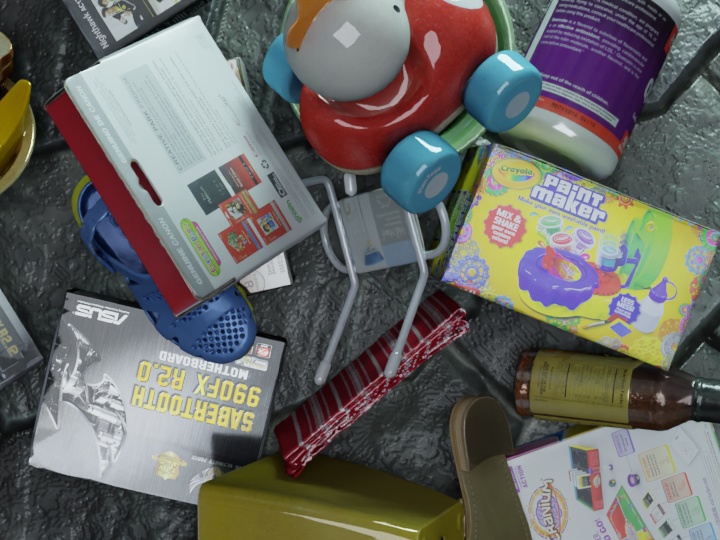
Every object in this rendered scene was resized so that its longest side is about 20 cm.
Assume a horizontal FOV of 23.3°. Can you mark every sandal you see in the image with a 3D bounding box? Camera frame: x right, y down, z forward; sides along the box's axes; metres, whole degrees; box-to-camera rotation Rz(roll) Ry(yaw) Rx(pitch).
[{"bbox_3d":[0.098,0.213,1.525,0.077,0.069,0.213,-10,95,-37],"label":"sandal"},{"bbox_3d":[-0.166,0.001,1.433,0.200,0.087,0.080,43,92,-3],"label":"sandal"}]

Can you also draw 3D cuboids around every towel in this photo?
[{"bbox_3d":[0.006,0.093,1.491,0.200,0.145,0.023,-40,99,-1],"label":"towel"}]

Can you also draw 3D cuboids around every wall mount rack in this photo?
[{"bbox_3d":[0.000,0.000,1.457,0.074,0.200,0.175,-15,92,-30],"label":"wall mount rack"}]

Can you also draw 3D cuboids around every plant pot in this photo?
[{"bbox_3d":[-0.014,0.263,1.447,0.175,0.200,0.201,0,93,19],"label":"plant pot"}]

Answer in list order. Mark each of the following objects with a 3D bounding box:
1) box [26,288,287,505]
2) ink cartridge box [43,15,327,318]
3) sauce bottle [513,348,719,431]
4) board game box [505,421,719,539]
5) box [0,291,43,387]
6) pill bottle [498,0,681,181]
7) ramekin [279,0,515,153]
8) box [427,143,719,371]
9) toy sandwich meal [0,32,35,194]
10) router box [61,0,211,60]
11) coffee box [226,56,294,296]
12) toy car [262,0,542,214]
[{"bbox_3d":[-0.178,0.115,1.534,0.199,0.048,0.159,14,92,-3],"label":"box"},{"bbox_3d":[-0.150,-0.076,1.377,0.084,0.175,0.201,-30,93,40],"label":"ink cartridge box"},{"bbox_3d":[0.234,0.107,1.512,0.199,0.066,0.066,6,93,17],"label":"sauce bottle"},{"bbox_3d":[0.231,0.207,1.558,0.199,0.040,0.154,-18,93,-1],"label":"board game box"},{"bbox_3d":[-0.389,0.034,1.474,0.158,0.048,0.201,-33,91,-32],"label":"box"},{"bbox_3d":[0.202,-0.185,1.494,0.112,0.112,0.201,27,82,-3],"label":"pill bottle"},{"bbox_3d":[0.029,-0.185,1.502,0.199,0.098,0.201,0,93,-2],"label":"ramekin"},{"bbox_3d":[0.171,-0.016,1.469,0.199,0.193,0.123,22,92,-3],"label":"box"},{"bbox_3d":[-0.364,-0.131,1.466,0.204,0.070,0.206,2,54,-3],"label":"toy sandwich meal"},{"bbox_3d":[-0.213,-0.302,1.509,0.149,0.051,0.201,-31,93,1],"label":"router box"},{"bbox_3d":[-0.133,-0.072,1.510,0.112,0.080,0.201,-13,93,0],"label":"coffee box"},{"bbox_3d":[0.011,-0.178,1.318,0.177,0.200,0.184,-44,63,-3],"label":"toy car"}]
